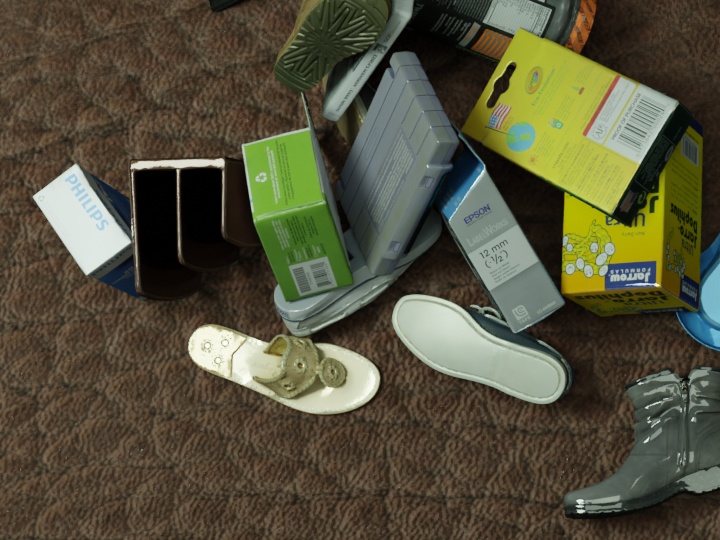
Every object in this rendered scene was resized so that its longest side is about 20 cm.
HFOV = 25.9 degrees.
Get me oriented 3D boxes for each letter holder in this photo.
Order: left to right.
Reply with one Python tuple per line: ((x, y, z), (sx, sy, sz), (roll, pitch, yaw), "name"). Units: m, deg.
((-0.156, -0.040, 1.612), (0.100, 0.200, 0.142), (-1, 90, 12), "letter holder")

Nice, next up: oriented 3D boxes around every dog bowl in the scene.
((0.406, -0.005, 1.610), (0.111, 0.050, 0.200), (39, 90, 12), "dog bowl")

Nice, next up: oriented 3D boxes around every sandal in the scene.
((-0.087, 0.102, 1.657), (0.212, 0.070, 0.078), (14, 84, 10), "sandal")

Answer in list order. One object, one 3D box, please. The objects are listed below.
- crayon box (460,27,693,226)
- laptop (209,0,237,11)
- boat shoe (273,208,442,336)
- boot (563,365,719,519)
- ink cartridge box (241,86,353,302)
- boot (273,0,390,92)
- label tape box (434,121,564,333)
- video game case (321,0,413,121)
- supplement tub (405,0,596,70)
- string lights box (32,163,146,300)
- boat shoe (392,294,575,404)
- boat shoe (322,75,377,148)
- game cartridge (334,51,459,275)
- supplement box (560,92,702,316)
((0.211, -0.145, 1.547), (0.200, 0.051, 0.127), (34, 95, 33), "crayon box")
((-0.079, -0.406, 1.759), (0.200, 0.116, 0.187), (-20, 78, 34), "laptop")
((0.000, 0.000, 1.661), (0.200, 0.065, 0.074), (-28, 52, -9), "boat shoe")
((0.289, 0.175, 1.600), (0.200, 0.070, 0.132), (-14, 77, -5), "boot")
((-0.071, -0.093, 1.608), (0.076, 0.148, 0.200), (-15, 53, 2), "ink cartridge box")
((-0.015, -0.295, 1.573), (0.066, 0.175, 0.200), (34, 50, -23), "boot")
((0.120, -0.049, 1.576), (0.066, 0.143, 0.200), (-33, 103, 3), "label tape box")
((0.016, -0.280, 1.612), (0.023, 0.182, 0.200), (20, 53, -16), "video game case")
((0.135, -0.282, 1.628), (0.200, 0.123, 0.123), (19, 85, -15), "supplement tub")
((-0.259, -0.037, 1.635), (0.059, 0.200, 0.103), (-36, 78, 2), "string lights box")
((0.129, 0.077, 1.631), (0.200, 0.062, 0.075), (19, 101, 19), "boat shoe")
((0.025, -0.152, 1.681), (0.065, 0.072, 0.200), (-23, 65, -20), "boat shoe")
((0.035, -0.103, 1.569), (0.038, 0.200, 0.130), (-8, 54, -29), "game cartridge")
((0.275, -0.063, 1.581), (0.109, 0.110, 0.200), (-5, 74, 32), "supplement box")
